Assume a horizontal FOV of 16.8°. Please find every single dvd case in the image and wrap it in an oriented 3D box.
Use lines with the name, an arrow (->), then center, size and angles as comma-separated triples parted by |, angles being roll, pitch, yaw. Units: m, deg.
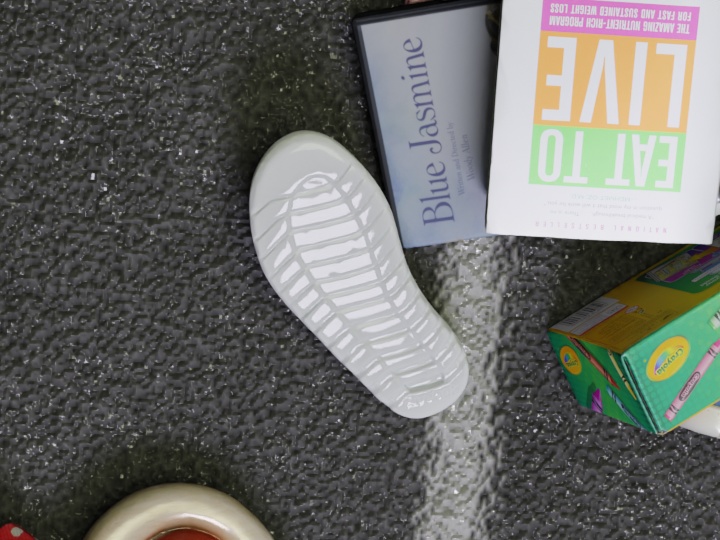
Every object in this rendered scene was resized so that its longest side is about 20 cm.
dvd case -> 0.103, -0.095, 1.414 | 0.199, 0.018, 0.143 | -8, 105, 15

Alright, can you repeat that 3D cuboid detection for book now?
book -> 0.142, -0.117, 1.361 | 0.133, 0.048, 0.201 | 4, 112, 3

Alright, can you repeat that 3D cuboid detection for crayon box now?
crayon box -> 0.225, 0.018, 1.466 | 0.199, 0.119, 0.058 | -30, 103, -12

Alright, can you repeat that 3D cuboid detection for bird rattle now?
bird rattle -> -0.122, 0.198, 1.407 | 0.200, 0.113, 0.163 | 38, 72, -4

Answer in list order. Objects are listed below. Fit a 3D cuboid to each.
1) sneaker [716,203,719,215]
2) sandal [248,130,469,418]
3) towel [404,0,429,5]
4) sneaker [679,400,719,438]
sneaker -> 0.213, -0.117, 1.434 | 0.199, 0.081, 0.147 | -16, 108, 24
sandal -> -0.007, 0.004, 1.433 | 0.082, 0.050, 0.203 | -28, 116, 2
towel -> 0.105, -0.215, 1.431 | 0.143, 0.023, 0.201 | 8, 96, 0
sneaker -> 0.278, 0.053, 1.495 | 0.199, 0.077, 0.112 | 6, 97, -32
